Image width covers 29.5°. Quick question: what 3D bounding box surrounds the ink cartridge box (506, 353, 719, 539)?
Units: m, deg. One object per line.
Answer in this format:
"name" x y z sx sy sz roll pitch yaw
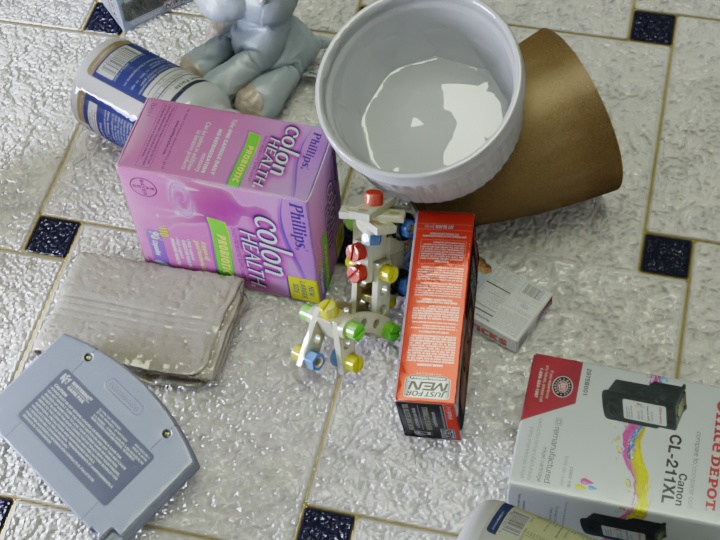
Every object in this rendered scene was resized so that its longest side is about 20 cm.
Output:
"ink cartridge box" 0.245 0.171 1.263 0.199 0.083 0.146 9 56 11

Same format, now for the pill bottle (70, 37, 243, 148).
"pill bottle" -0.214 -0.171 1.517 0.200 0.111 0.111 29 62 21

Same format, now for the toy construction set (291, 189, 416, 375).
"toy construction set" 0.000 0.000 1.345 0.092 0.201 0.131 35 36 31

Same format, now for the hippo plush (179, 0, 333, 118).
"hippo plush" -0.116 -0.269 1.549 0.199 0.161 0.160 5 55 8

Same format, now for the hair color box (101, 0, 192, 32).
"hair color box" -0.301 -0.396 1.712 0.099 0.061 0.200 -29 59 -16

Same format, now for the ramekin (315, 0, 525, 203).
"ramekin" 0.065 -0.161 1.321 0.199 0.105 0.201 -5 70 13

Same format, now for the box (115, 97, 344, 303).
"box" -0.127 -0.069 1.401 0.199 0.176 0.097 10 56 10

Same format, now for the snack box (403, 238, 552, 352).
"snack box" 0.096 0.008 1.423 0.200 0.024 0.072 29 63 22

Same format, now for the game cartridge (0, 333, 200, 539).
"game cartridge" -0.254 0.158 1.317 0.200 0.042 0.133 40 73 22

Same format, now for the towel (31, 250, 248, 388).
"towel" -0.224 0.050 1.412 0.199 0.035 0.133 10 55 12

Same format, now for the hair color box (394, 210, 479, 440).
"hair color box" 0.077 0.053 1.328 0.061 0.102 0.201 4 65 10

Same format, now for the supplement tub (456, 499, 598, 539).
"supplement tub" 0.170 0.292 1.146 0.199 0.145 0.145 20 59 17

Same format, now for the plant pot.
"plant pot" 0.142 -0.125 1.429 0.199 0.187 0.187 -26 57 -6
